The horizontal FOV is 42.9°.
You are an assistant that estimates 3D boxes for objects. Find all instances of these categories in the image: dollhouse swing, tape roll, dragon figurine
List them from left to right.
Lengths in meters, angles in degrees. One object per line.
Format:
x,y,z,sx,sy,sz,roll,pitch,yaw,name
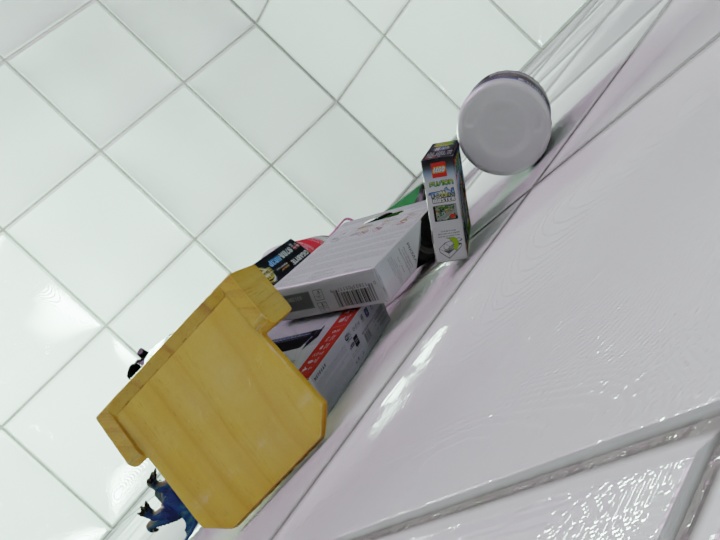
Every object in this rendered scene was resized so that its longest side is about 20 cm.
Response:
-0.217,0.292,1.138,0.059,0.099,0.201,-54,-12,-57,dragon figurine
-0.129,0.130,0.937,0.200,0.176,0.182,-47,0,7,dollhouse swing
0.109,-0.135,1.814,0.200,0.048,0.200,-38,3,2,tape roll

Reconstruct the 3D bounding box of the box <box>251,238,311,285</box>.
-0.154,0.063,1.243,0.201,0.046,0.159,-56,-6,24,box

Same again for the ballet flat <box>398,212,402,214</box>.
0.064,-0.053,1.402,0.075,0.065,0.200,-8,16,16,ballet flat

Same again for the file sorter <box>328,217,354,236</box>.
-0.055,0.012,1.829,0.200,0.125,0.139,-45,4,42,file sorter

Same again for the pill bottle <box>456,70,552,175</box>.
0.184,-0.192,1.157,0.114,0.114,0.200,-46,3,19,pill bottle

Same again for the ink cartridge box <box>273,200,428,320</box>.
0.004,-0.015,1.119,0.161,0.058,0.200,-13,16,35,ink cartridge box

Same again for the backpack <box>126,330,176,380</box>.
-0.247,0.184,1.401,0.154,0.200,0.191,-43,13,5,backpack

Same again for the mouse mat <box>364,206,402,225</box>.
0.000,0.000,1.438,0.161,0.007,0.201,-29,-33,-58,mouse mat

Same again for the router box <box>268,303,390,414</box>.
-0.081,0.104,1.053,0.178,0.049,0.200,-15,21,30,router box

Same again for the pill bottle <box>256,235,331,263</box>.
-0.074,0.005,1.439,0.112,0.112,0.200,-46,-12,23,pill bottle

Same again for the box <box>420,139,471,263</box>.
0.099,-0.084,1.040,0.034,0.111,0.200,-8,12,10,box

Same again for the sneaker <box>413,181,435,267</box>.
0.086,-0.062,1.270,0.079,0.075,0.200,-48,2,38,sneaker
